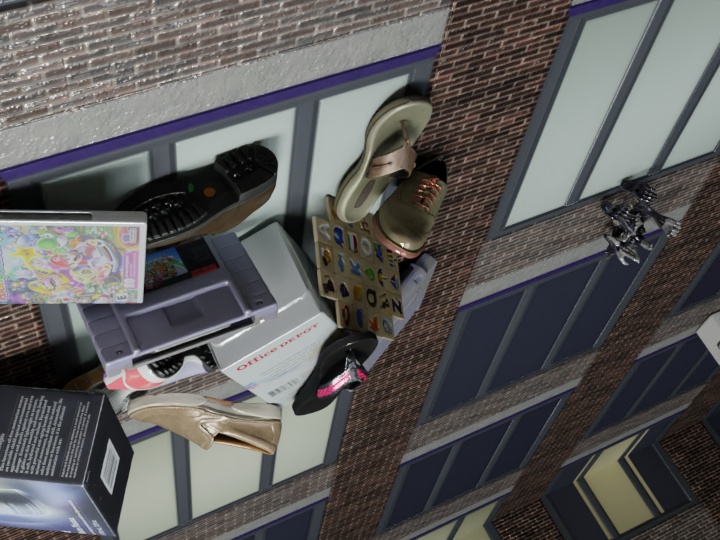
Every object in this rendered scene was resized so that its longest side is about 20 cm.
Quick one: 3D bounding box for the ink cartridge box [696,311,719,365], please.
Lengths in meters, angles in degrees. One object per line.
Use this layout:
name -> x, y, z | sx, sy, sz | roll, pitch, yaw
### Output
ink cartridge box -> 0.948, 0.189, 2.529 | 0.146, 0.200, 0.084 | -17, 153, -23

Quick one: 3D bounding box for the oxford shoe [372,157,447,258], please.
oxford shoe -> 0.065, -0.083, 1.252 | 0.075, 0.070, 0.200 | -56, -172, 29

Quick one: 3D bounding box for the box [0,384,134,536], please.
box -> -0.398, 0.232, 1.248 | 0.197, 0.124, 0.200 | 5, 149, 3

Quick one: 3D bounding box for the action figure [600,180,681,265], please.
action figure -> 0.458, -0.067, 1.712 | 0.119, 0.102, 0.200 | -43, 151, 0

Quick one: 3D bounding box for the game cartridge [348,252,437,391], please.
game cartridge -> 0.039, 0.073, 1.512 | 0.200, 0.038, 0.130 | -49, 161, -34

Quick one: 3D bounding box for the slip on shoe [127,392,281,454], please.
slip on shoe -> -0.199, 0.199, 1.325 | 0.199, 0.061, 0.076 | 9, 158, -20

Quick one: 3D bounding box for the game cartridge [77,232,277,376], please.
game cartridge -> -0.210, 0.032, 1.158 | 0.199, 0.130, 0.038 | -20, 147, -21

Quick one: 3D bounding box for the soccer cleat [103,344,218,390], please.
soccer cleat -> -0.230, 0.105, 1.236 | 0.073, 0.068, 0.200 | -24, 176, 19

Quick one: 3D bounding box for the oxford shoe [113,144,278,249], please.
oxford shoe -> -0.178, -0.059, 1.116 | 0.199, 0.073, 0.085 | -22, 154, -16

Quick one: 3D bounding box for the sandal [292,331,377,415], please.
sandal -> -0.027, 0.139, 1.291 | 0.075, 0.045, 0.200 | -8, 148, -31

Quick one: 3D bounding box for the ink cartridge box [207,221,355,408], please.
ink cartridge box -> -0.106, 0.061, 1.309 | 0.145, 0.145, 0.200 | -30, 155, 3

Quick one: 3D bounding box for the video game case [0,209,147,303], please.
video game case -> -0.320, -0.011, 1.044 | 0.199, 0.018, 0.143 | 0, 145, -14

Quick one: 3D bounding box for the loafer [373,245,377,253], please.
loafer -> -0.005, 0.017, 1.441 | 0.070, 0.070, 0.200 | -57, 168, -36

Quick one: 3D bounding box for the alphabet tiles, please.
alphabet tiles -> 0.000, 0.000, 1.305 | 0.006, 0.167, 0.200 | -15, 162, 29

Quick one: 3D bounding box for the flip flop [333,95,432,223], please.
flip flop -> 0.032, -0.125, 1.226 | 0.081, 0.058, 0.200 | -4, 138, -42

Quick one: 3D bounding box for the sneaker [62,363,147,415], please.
sneaker -> -0.300, 0.134, 1.342 | 0.200, 0.076, 0.088 | -30, 168, 9
